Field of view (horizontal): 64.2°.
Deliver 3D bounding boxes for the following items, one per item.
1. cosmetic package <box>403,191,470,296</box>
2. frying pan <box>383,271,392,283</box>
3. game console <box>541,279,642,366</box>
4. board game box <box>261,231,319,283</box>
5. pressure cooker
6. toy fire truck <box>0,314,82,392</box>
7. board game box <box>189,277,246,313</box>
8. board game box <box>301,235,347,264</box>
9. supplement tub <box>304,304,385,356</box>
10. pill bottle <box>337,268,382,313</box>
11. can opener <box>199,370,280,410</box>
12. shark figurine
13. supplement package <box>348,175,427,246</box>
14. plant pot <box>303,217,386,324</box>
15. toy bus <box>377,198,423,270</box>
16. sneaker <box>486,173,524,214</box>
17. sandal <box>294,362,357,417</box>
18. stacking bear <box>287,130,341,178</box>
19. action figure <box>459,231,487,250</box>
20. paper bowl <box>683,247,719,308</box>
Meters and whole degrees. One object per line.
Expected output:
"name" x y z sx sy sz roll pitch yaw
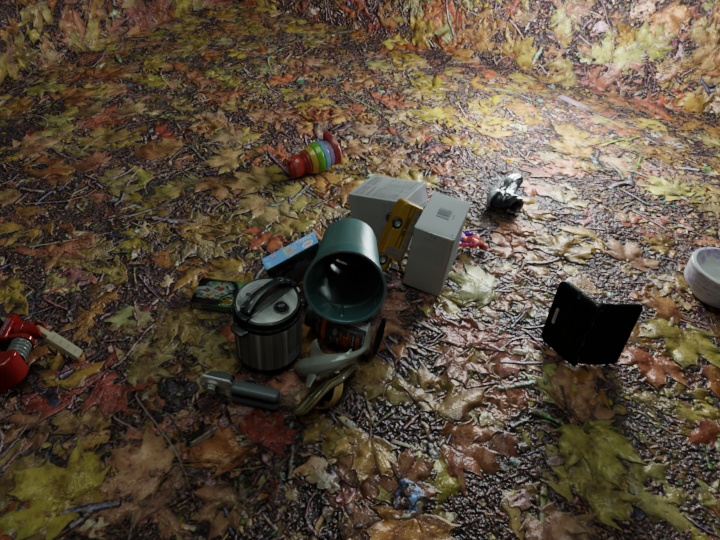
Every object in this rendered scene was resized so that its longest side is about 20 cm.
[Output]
"cosmetic package" 0.217 -0.078 1.645 0.119 0.205 0.201 18 40 13
"frying pan" 0.006 0.003 1.618 0.184 0.032 0.115 17 -4 19
"game console" 0.573 0.131 1.441 0.114 0.205 0.176 -21 45 -30
"board game box" -0.175 -0.015 1.506 0.148 0.201 0.037 -29 74 -10
"pressure cooker" -0.219 0.116 1.370 0.172 0.205 0.179 0 40 -5
"toy fire truck" -0.762 0.189 1.303 0.193 0.132 0.179 -8 40 0
"board game box" -0.350 0.071 1.548 0.192 0.024 0.106 7 38 3
"board game box" -0.119 -0.033 1.684 0.196 0.024 0.105 28 46 23
"supplement tub" -0.041 0.135 1.442 0.194 0.110 0.108 17 41 15
"pill bottle" -0.030 0.054 1.533 0.193 0.115 0.114 10 39 7
"can opener" -0.273 0.266 1.303 0.193 0.054 0.067 13 39 9
"shark figurine" -0.070 0.191 1.319 0.208 0.092 0.128 -19 10 7
"supplement package" 0.089 -0.184 1.764 0.195 0.156 0.150 14 37 33
"plant pot" -0.031 -0.014 1.393 0.193 0.206 0.199 5 34 0
"toy bus" 0.100 -0.097 1.618 0.076 0.205 0.065 17 13 -22
"sneaker" 0.534 -0.261 2.003 0.198 0.077 0.113 -34 54 -30
"sandal" -0.067 0.278 1.308 0.198 0.080 0.055 -30 86 -45
"stacking bear" -0.175 -0.401 2.065 0.196 0.124 0.113 -27 41 -21
"action figure" 0.309 -0.106 1.812 0.194 0.053 0.066 21 47 10
"paper bowl" 1.060 0.031 1.691 0.193 0.107 0.204 3 40 -2
